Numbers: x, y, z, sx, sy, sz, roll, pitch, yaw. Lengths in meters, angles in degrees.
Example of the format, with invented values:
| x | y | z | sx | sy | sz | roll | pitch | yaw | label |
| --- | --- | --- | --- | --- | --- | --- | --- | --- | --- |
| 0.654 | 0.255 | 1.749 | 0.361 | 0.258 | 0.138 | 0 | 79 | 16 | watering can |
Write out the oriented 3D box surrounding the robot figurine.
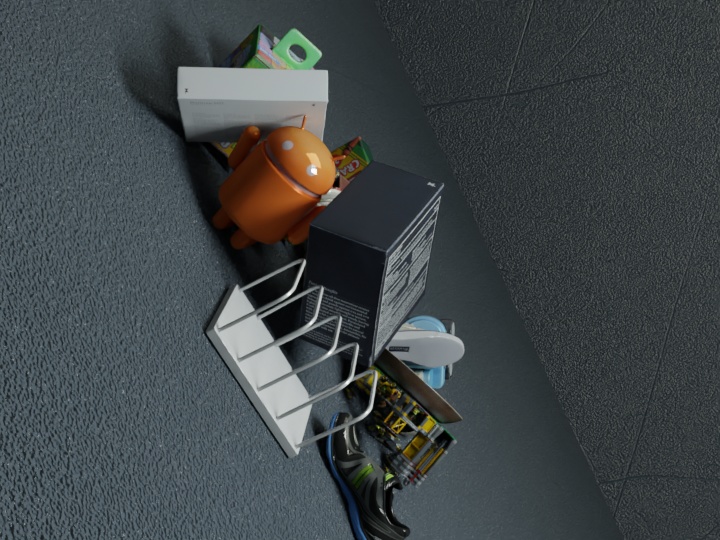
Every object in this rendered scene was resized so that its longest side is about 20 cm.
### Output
| x | y | z | sx | sy | sz | roll | pitch | yaw | label |
| --- | --- | --- | --- | --- | --- | --- | --- | --- | --- |
| -0.117 | -0.118 | 1.402 | 0.116 | 0.200 | 0.144 | 28 | 26 | -45 | robot figurine |

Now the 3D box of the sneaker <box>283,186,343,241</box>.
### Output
| x | y | z | sx | sy | sz | roll | pitch | yaw | label |
| --- | --- | --- | --- | --- | --- | --- | --- | --- | --- |
| -0.098 | -0.086 | 1.547 | 0.199 | 0.078 | 0.083 | -9 | 96 | -32 | sneaker |

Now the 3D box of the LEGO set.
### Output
| x | y | z | sx | sy | sz | roll | pitch | yaw | label |
| --- | --- | --- | --- | --- | --- | --- | --- | --- | --- |
| 0.048 | 0.251 | 1.593 | 0.154 | 0.116 | 0.200 | 38 | -7 | 37 | LEGO set |

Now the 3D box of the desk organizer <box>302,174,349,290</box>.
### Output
| x | y | z | sx | sy | sz | roll | pitch | yaw | label |
| --- | --- | --- | --- | --- | --- | --- | --- | --- | --- |
| -0.044 | -0.049 | 1.671 | 0.077 | 0.071 | 0.201 | 35 | 51 | -54 | desk organizer |

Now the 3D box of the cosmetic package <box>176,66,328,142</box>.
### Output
| x | y | z | sx | sy | sz | roll | pitch | yaw | label |
| --- | --- | --- | --- | --- | --- | --- | --- | --- | --- |
| -0.147 | -0.225 | 1.403 | 0.151 | 0.199 | 0.052 | 114 | -25 | -76 | cosmetic package |

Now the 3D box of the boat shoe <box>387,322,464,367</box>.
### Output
| x | y | z | sx | sy | sz | roll | pitch | yaw | label |
| --- | --- | --- | --- | --- | --- | --- | --- | --- | --- |
| 0.080 | 0.118 | 1.755 | 0.070 | 0.199 | 0.071 | -104 | -159 | -51 | boat shoe |

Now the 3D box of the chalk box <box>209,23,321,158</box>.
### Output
| x | y | z | sx | sy | sz | roll | pitch | yaw | label |
| --- | --- | --- | --- | --- | --- | --- | --- | --- | --- |
| -0.146 | -0.272 | 1.526 | 0.124 | 0.200 | 0.124 | 39 | 26 | -24 | chalk box |

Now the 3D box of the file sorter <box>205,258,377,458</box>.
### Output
| x | y | z | sx | sy | sz | roll | pitch | yaw | label |
| --- | --- | --- | --- | --- | --- | --- | --- | --- | --- |
| -0.081 | 0.104 | 1.310 | 0.201 | 0.124 | 0.139 | 58 | 16 | -16 | file sorter |

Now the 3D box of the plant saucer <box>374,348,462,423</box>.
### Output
| x | y | z | sx | sy | sz | roll | pitch | yaw | label |
| --- | --- | --- | --- | --- | --- | --- | --- | --- | --- |
| 0.079 | 0.183 | 1.636 | 0.200 | 0.032 | 0.200 | 42 | -6 | 5 | plant saucer |

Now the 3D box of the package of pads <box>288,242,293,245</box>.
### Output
| x | y | z | sx | sy | sz | roll | pitch | yaw | label |
| --- | --- | --- | --- | --- | --- | --- | --- | --- | --- |
| -0.130 | -0.159 | 1.668 | 0.155 | 0.068 | 0.200 | 50 | 21 | -30 | package of pads |

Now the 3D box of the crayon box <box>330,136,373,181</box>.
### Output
| x | y | z | sx | sy | sz | roll | pitch | yaw | label |
| --- | --- | --- | --- | --- | --- | --- | --- | --- | --- |
| -0.020 | -0.138 | 1.896 | 0.051 | 0.127 | 0.201 | 41 | 26 | -54 | crayon box |

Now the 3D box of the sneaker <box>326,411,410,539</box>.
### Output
| x | y | z | sx | sy | sz | roll | pitch | yaw | label |
| --- | --- | --- | --- | --- | --- | --- | --- | --- | --- |
| 0.012 | 0.286 | 1.397 | 0.200 | 0.082 | 0.071 | 67 | 16 | 14 | sneaker |

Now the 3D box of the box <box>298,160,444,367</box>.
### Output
| x | y | z | sx | sy | sz | roll | pitch | yaw | label |
| --- | --- | --- | --- | --- | --- | --- | --- | --- | --- |
| 0.015 | -0.014 | 1.412 | 0.200 | 0.123 | 0.199 | -49 | 155 | -49 | box |

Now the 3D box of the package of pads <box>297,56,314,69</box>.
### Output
| x | y | z | sx | sy | sz | roll | pitch | yaw | label |
| --- | --- | --- | --- | --- | --- | --- | --- | --- | --- |
| -0.153 | -0.331 | 1.789 | 0.076 | 0.120 | 0.200 | 66 | 15 | 9 | package of pads |

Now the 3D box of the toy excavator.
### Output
| x | y | z | sx | sy | sz | roll | pitch | yaw | label |
| --- | --- | --- | --- | --- | --- | --- | --- | --- | --- |
| 0.102 | 0.182 | 1.812 | 0.200 | 0.099 | 0.196 | -11 | 103 | -75 | toy excavator |

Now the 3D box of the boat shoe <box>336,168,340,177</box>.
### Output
| x | y | z | sx | sy | sz | roll | pitch | yaw | label |
| --- | --- | --- | --- | --- | --- | --- | --- | --- | --- |
| -0.049 | -0.141 | 1.793 | 0.200 | 0.071 | 0.091 | 36 | -30 | 50 | boat shoe |
